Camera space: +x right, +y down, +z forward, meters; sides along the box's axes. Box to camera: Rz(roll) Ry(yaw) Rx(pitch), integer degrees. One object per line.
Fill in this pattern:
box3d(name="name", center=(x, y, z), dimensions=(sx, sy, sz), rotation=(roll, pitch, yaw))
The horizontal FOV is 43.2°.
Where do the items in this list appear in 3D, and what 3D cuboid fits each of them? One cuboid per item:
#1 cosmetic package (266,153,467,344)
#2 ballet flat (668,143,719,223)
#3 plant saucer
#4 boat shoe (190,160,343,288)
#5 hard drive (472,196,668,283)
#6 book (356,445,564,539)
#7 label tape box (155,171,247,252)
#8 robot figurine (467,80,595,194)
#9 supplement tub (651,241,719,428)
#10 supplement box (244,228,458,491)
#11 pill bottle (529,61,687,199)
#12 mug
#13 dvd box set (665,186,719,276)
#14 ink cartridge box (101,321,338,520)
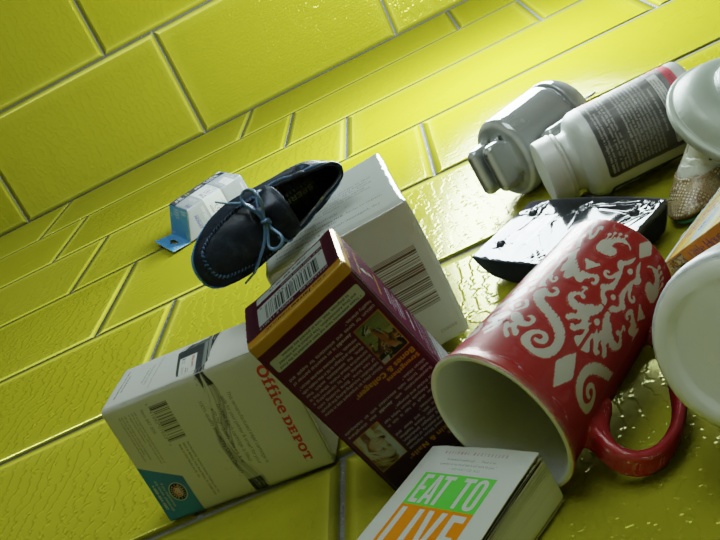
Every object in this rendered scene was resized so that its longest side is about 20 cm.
box3d(name="cosmetic package", center=(0.000, 0.000, 1.031), dimensions=(0.164, 0.169, 0.201), rotation=(-28, 21, 4))
box3d(name="ballet flat", center=(0.392, -0.131, 1.008), dimensions=(0.199, 0.066, 0.070), rotation=(-42, 23, -30))
box3d(name="plant saucer", center=(0.433, -0.184, 0.975), dimensions=(0.195, 0.051, 0.203), rotation=(-2, 46, 2))
box3d(name="boat shoe", center=(-0.093, -0.062, 0.920), dimensions=(0.068, 0.085, 0.201), rotation=(-22, 23, 51))
box3d(name="hard drive", center=(0.233, -0.032, 1.013), dimensions=(0.134, 0.043, 0.198), rotation=(-41, 25, -28))
box3d(name="book", center=(0.047, 0.220, 0.688), dimensions=(0.132, 0.049, 0.200), rotation=(-6, 32, 52))
box3d(name="label tape box", center=(-0.337, -0.125, 1.881), dimensions=(0.198, 0.067, 0.143), rotation=(-34, 22, -18))
box3d(name="robot figurine", center=(0.240, -0.184, 1.245), dimensions=(0.199, 0.114, 0.169), rotation=(-37, 16, -21))
box3d(name="supplement tub", center=(0.299, 0.026, 0.645), dimensions=(0.121, 0.125, 0.198), rotation=(-7, 8, 42))
box3d(name="supplement box", center=(0.004, 0.080, 0.797), dimensions=(0.110, 0.200, 0.086), rotation=(-41, 22, 8))
box3d(name="pill bottle", center=(0.313, -0.161, 1.109), dimensions=(0.197, 0.112, 0.111), rotation=(-26, 21, 5))
box3d(name="mug", center=(0.181, 0.075, 0.751), dimensions=(0.200, 0.177, 0.134), rotation=(-44, -5, -31))
box3d(name="dvd box set", center=(0.356, -0.077, 0.807), dimensions=(0.147, 0.029, 0.200), rotation=(-48, -8, -16))
box3d(name="ink cartridge box", center=(-0.135, 0.147, 0.922), dimensions=(0.196, 0.147, 0.085), rotation=(-21, 21, 14))
